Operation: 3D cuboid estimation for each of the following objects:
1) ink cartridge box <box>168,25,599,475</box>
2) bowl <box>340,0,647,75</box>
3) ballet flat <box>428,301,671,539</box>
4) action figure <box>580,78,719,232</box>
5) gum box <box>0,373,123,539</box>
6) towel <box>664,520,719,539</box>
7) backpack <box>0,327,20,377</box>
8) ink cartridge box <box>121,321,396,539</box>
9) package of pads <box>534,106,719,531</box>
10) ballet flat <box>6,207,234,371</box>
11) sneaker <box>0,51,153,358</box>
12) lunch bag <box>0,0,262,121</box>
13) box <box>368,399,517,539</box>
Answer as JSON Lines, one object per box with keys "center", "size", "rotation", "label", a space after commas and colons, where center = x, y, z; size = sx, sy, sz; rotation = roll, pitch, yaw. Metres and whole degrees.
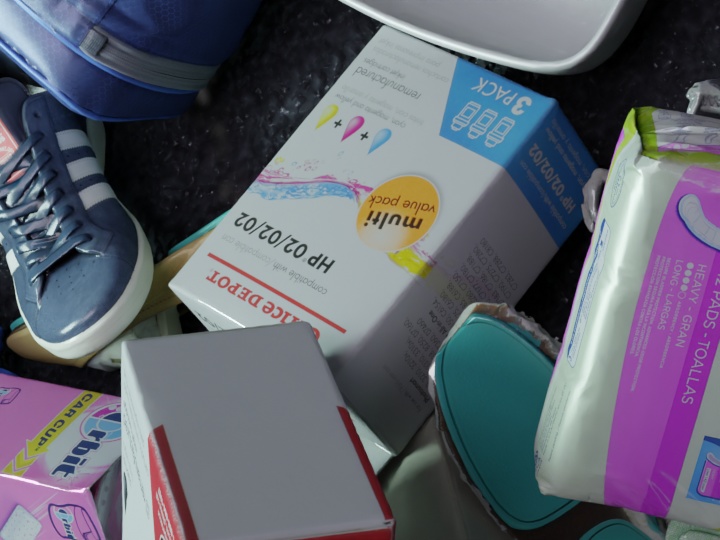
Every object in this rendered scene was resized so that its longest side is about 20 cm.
{"center": [0.000, 0.000, 1.046], "size": [0.115, 0.068, 0.200], "rotation": [28, 74, 42], "label": "ink cartridge box"}
{"center": [0.072, -0.196, 1.080], "size": [0.200, 0.075, 0.200], "rotation": [26, 97, 29], "label": "bowl"}
{"center": [0.095, 0.097, 1.002], "size": [0.072, 0.072, 0.200], "rotation": [-31, 97, 24], "label": "ballet flat"}
{"center": [0.153, -0.015, 0.989], "size": [0.102, 0.119, 0.201], "rotation": [6, 95, -13], "label": "action figure"}
{"center": [-0.125, 0.152, 1.102], "size": [0.113, 0.066, 0.200], "rotation": [8, 128, 33], "label": "gum box"}
{"center": [0.199, 0.193, 0.949], "size": [0.200, 0.023, 0.153], "rotation": [20, 104, 11], "label": "towel"}
{"center": [-0.249, 0.082, 1.184], "size": [0.200, 0.162, 0.168], "rotation": [13, 87, 31], "label": "backpack"}
{"center": [-0.046, 0.144, 0.957], "size": [0.144, 0.084, 0.200], "rotation": [-116, 24, -56], "label": "ink cartridge box"}
{"center": [0.180, 0.028, 0.905], "size": [0.199, 0.068, 0.155], "rotation": [13, 112, -2], "label": "package of pads"}
{"center": [-0.088, 0.017, 1.155], "size": [0.200, 0.069, 0.063], "rotation": [-27, 87, 26], "label": "ballet flat"}
{"center": [-0.160, -0.040, 1.144], "size": [0.075, 0.085, 0.200], "rotation": [-36, 40, 7], "label": "sneaker"}
{"center": [-0.148, -0.166, 1.154], "size": [0.200, 0.136, 0.132], "rotation": [41, 105, 15], "label": "lunch bag"}
{"center": [0.044, 0.144, 1.000], "size": [0.068, 0.082, 0.200], "rotation": [-40, 35, 19], "label": "box"}
